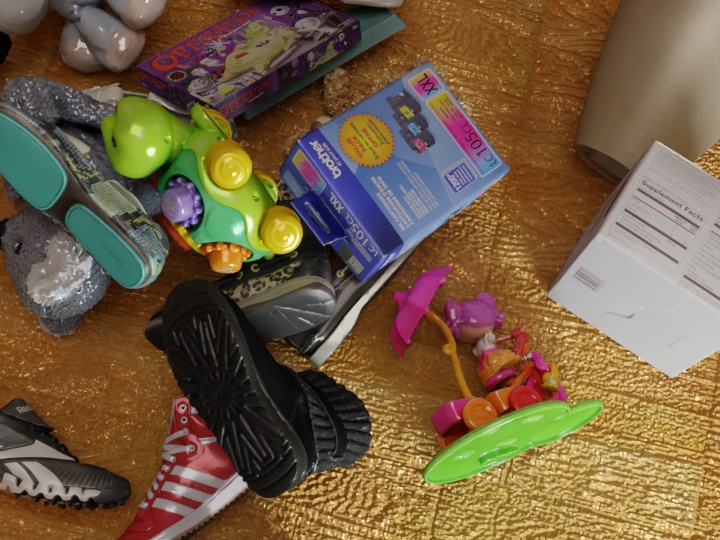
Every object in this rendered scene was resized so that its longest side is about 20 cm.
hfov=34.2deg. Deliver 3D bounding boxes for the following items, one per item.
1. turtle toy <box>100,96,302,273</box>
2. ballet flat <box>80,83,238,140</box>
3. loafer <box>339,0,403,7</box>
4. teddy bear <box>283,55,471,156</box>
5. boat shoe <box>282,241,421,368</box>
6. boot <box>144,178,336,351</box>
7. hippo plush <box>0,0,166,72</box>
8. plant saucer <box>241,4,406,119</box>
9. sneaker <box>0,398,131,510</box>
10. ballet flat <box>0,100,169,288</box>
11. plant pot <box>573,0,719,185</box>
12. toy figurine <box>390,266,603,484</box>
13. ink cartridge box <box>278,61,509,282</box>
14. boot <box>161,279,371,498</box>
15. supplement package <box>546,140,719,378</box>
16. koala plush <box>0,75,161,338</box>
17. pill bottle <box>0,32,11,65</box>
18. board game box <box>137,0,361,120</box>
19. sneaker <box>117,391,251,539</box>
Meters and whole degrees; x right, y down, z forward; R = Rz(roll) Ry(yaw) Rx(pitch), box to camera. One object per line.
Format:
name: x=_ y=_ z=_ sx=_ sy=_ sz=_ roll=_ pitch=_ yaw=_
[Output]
turtle toy: x=-0.141 y=-0.078 z=1.030 sx=0.101 sy=0.146 sz=0.200 roll=-38 pitch=116 yaw=1
ballet flat: x=-0.222 y=-0.161 z=1.179 sx=0.198 sy=0.072 sz=0.072 roll=4 pitch=73 yaw=-3
loafer: x=-0.050 y=-0.316 z=1.211 sx=0.198 sy=0.072 sz=0.063 roll=5 pitch=114 yaw=-7
teddy bear: x=0.018 y=-0.154 z=1.195 sx=0.198 sy=0.067 sz=0.146 roll=-11 pitch=72 yaw=-8
boat shoe: x=0.000 y=0.000 z=1.145 sx=0.060 sy=0.072 sz=0.202 roll=38 pitch=77 yaw=3
boot: x=-0.112 y=-0.003 z=1.132 sx=0.199 sy=0.073 sz=0.152 roll=-18 pitch=49 yaw=24
hippo plush: x=-0.291 y=-0.299 z=1.138 sx=0.160 sy=0.159 sz=0.202 roll=8 pitch=70 yaw=-47
plant saucer: x=-0.051 y=-0.226 z=1.218 sx=0.199 sy=0.019 sz=0.070 roll=-33 pitch=43 yaw=-12
sneaker: x=-0.305 y=0.165 z=1.075 sx=0.198 sy=0.067 sz=0.091 roll=10 pitch=75 yaw=1
ballet flat: x=-0.240 y=-0.070 z=0.995 sx=0.074 sy=0.074 sz=0.200 roll=-43 pitch=99 yaw=-15
plant pot: x=0.308 y=-0.185 z=1.184 sx=0.187 sy=0.187 sz=0.201 roll=35 pitch=88 yaw=6
toy figurine: x=0.112 y=0.080 z=1.115 sx=0.199 sy=0.150 sz=0.185 roll=-11 pitch=63 yaw=-30
ink cartridge box: x=0.020 y=-0.086 z=1.091 sx=0.199 sy=0.076 sz=0.137 roll=-36 pitch=84 yaw=-25
boot: x=-0.083 y=0.098 z=1.062 sx=0.079 sy=0.158 sz=0.212 roll=-31 pitch=83 yaw=26
supplement package: x=0.286 y=-0.004 z=1.102 sx=0.155 sy=0.200 sz=0.111 roll=34 pitch=74 yaw=6
koala plush: x=-0.265 y=-0.044 z=1.091 sx=0.182 sy=0.177 sz=0.202 roll=14 pitch=69 yaw=-11
pill bottle: x=-0.423 y=-0.158 z=1.138 sx=0.111 sy=0.112 sz=0.201 roll=21 pitch=73 yaw=2
board game box: x=-0.109 y=-0.218 z=1.169 sx=0.120 sy=0.032 sz=0.200 roll=26 pitch=50 yaw=37
sneaker: x=-0.174 y=0.188 z=1.076 sx=0.199 sy=0.071 sz=0.113 roll=-35 pitch=83 yaw=-21
